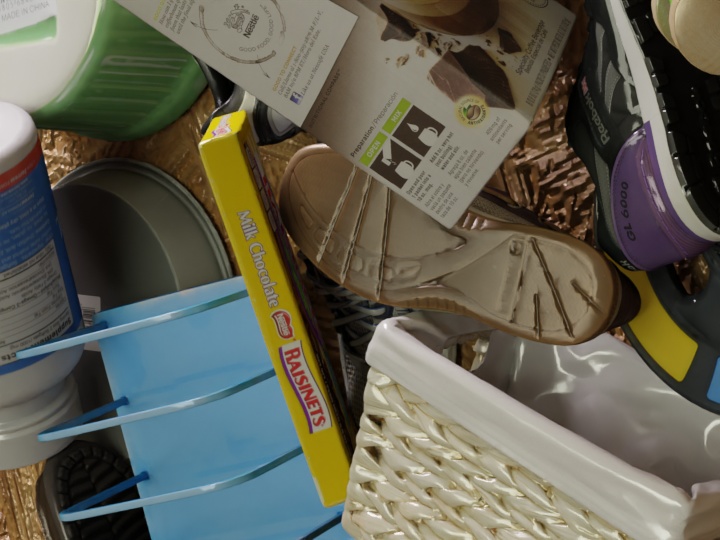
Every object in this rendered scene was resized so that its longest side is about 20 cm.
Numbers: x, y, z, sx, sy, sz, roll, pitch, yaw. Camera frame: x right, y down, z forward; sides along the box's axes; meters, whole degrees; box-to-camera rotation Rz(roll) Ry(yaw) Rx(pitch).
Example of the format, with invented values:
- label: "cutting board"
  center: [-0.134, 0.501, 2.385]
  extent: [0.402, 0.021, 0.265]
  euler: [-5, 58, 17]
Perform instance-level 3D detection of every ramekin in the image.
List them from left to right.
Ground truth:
- label: "ramekin"
  center: [-0.179, -0.177, 1.349]
  extent: [0.199, 0.097, 0.202]
  euler: [4, 97, 38]

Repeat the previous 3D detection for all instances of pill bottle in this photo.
- label: "pill bottle"
  center: [-0.223, 0.011, 1.320]
  extent: [0.112, 0.112, 0.202]
  euler: [16, 128, 37]

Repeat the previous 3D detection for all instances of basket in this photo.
- label: "basket"
  center: [0.102, 0.111, 1.129]
  extent: [0.199, 0.135, 0.124]
  euler: [30, 114, 33]

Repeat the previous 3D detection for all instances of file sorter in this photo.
- label: "file sorter"
  center: [-0.095, 0.116, 1.266]
  extent: [0.138, 0.123, 0.202]
  euler: [-14, 93, 27]

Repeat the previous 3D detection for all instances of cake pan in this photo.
- label: "cake pan"
  center: [-0.158, 0.032, 1.393]
  extent: [0.199, 0.037, 0.202]
  euler: [4, 97, 38]

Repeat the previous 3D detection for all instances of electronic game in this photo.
- label: "electronic game"
  center: [0.197, -0.026, 1.090]
  extent: [0.199, 0.041, 0.202]
  euler: [1, 91, 41]

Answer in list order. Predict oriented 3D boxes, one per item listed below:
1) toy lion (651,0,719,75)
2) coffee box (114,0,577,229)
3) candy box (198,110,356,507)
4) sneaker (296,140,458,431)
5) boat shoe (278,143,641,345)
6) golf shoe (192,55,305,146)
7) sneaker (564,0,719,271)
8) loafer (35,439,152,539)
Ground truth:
- label: "toy lion"
  center: [0.237, -0.177, 0.979]
  extent: [0.198, 0.069, 0.194]
  euler: [5, 105, -3]
- label: "coffee box"
  center: [-0.006, -0.127, 1.089]
  extent: [0.199, 0.113, 0.080]
  euler: [33, 126, -5]
- label: "candy box"
  center: [-0.041, 0.017, 1.196]
  extent: [0.026, 0.102, 0.202]
  euler: [-18, 100, 1]
- label: "sneaker"
  center: [0.000, 0.000, 1.231]
  extent: [0.077, 0.085, 0.202]
  euler: [2, 97, 39]
- label: "boat shoe"
  center: [0.051, -0.013, 1.145]
  extent: [0.199, 0.072, 0.073]
  euler: [18, 98, 28]
- label: "golf shoe"
  center: [-0.074, -0.168, 1.262]
  extent: [0.073, 0.091, 0.202]
  euler: [-39, 66, 61]
- label: "sneaker"
  center: [0.126, -0.099, 1.092]
  extent: [0.087, 0.075, 0.202]
  euler: [-27, 66, 47]
- label: "loafer"
  center: [-0.151, 0.202, 1.366]
  extent: [0.071, 0.073, 0.201]
  euler: [-18, 95, 44]
